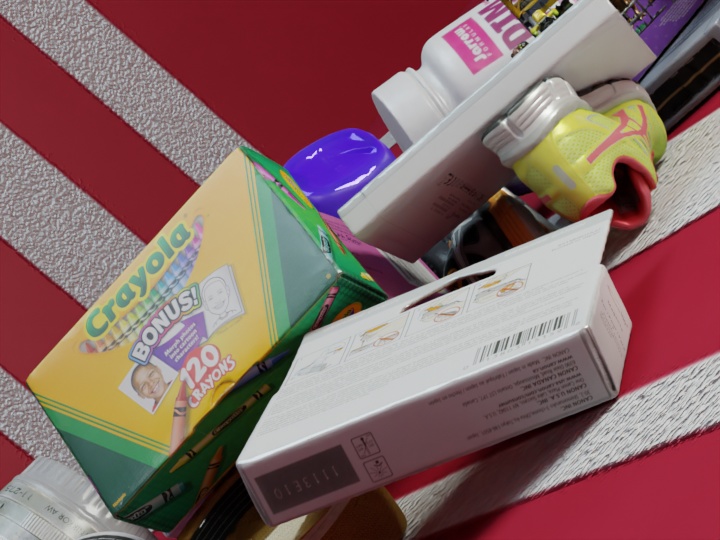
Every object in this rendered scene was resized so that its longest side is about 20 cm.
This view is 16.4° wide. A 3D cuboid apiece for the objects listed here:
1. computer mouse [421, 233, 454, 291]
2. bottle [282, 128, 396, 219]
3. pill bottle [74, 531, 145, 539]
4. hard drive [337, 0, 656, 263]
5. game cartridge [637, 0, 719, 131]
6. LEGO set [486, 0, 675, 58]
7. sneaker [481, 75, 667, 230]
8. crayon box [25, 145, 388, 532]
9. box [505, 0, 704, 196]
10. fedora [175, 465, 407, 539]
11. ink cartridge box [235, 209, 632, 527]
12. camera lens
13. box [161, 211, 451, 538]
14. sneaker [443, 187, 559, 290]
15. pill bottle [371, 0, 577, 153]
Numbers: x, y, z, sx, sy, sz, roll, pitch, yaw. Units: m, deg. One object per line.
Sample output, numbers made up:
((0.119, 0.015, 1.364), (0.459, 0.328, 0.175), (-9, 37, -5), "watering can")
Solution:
((0.046, -0.033, 1.765), (0.059, 0.034, 0.200), (-33, 37, -9), "computer mouse")
((0.000, 0.000, 1.706), (0.083, 0.200, 0.065), (-31, 44, -19), "bottle")
((-0.184, 0.263, 1.675), (0.114, 0.114, 0.200), (-48, 6, 17), "pill bottle")
((0.084, -0.084, 1.504), (0.200, 0.027, 0.132), (-40, -16, 8), "hard drive")
((0.223, -0.148, 1.640), (0.200, 0.040, 0.133), (-43, 12, 47), "game cartridge")
((0.145, -0.220, 1.595), (0.200, 0.116, 0.154), (-41, 24, 12), "LEGO set")
((0.143, -0.059, 1.487), (0.078, 0.090, 0.200), (-46, -16, 22), "sneaker")
((-0.092, 0.041, 1.470), (0.200, 0.119, 0.058), (-47, -35, 12), "crayon box")
((0.158, -0.136, 1.684), (0.200, 0.039, 0.137), (-50, 6, -8), "box")
((-0.034, 0.153, 1.413), (0.201, 0.082, 0.201), (-44, 11, 11), "fedora")
((0.045, 0.049, 1.310), (0.200, 0.044, 0.174), (-22, 14, 18), "ink cartridge box")
((-0.263, 0.271, 1.987), (0.200, 0.160, 0.160), (-51, 6, -19), "camera lens")
((-0.044, 0.071, 1.583), (0.200, 0.097, 0.176), (-49, -24, 12), "box")
((0.085, -0.013, 1.620), (0.077, 0.078, 0.200), (-54, 6, 7), "sneaker")
((0.116, -0.145, 1.812), (0.200, 0.114, 0.113), (-34, 5, -3), "pill bottle")
